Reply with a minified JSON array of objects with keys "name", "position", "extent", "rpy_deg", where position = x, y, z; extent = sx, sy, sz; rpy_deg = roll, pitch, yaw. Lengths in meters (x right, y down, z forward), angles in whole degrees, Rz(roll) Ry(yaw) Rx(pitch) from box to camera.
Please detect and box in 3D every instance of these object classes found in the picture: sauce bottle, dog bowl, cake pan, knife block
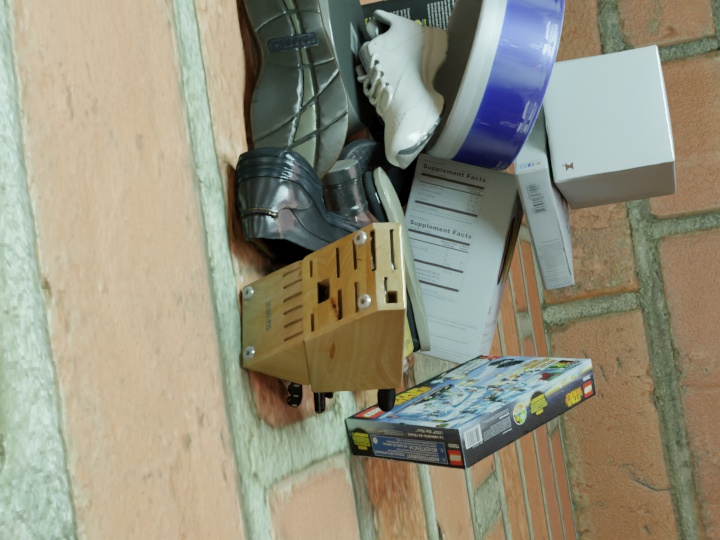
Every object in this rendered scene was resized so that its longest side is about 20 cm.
[{"name":"sauce bottle","position":[0.000,0.000,1.107],"extent":[0.066,0.066,0.201],"rpy_deg":[-58,136,-70]},{"name":"dog bowl","position":[0.127,-0.202,1.188],"extent":[0.200,0.078,0.201],"rpy_deg":[-166,-90,-82]},{"name":"cake pan","position":[-0.024,-0.224,1.208],"extent":[0.200,0.037,0.201],"rpy_deg":[-9,90,-77]},{"name":"knife block","position":[0.008,0.047,0.889],"extent":[0.175,0.200,0.064],"rpy_deg":[19,57,-41]}]

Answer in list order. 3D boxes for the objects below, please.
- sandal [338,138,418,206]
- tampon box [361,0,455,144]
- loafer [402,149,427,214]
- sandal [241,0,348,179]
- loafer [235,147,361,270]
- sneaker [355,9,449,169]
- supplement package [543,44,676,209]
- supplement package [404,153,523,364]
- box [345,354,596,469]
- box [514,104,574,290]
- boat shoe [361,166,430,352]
[{"name":"sandal","position":[0.007,-0.094,1.210],"extent":[0.075,0.045,0.200],"rpy_deg":[-65,162,9]},{"name":"tampon box","position":[0.103,-0.232,1.394],"extent":[0.150,0.199,0.127],"rpy_deg":[57,27,-61]},{"name":"loafer","position":[0.059,-0.094,1.383],"extent":[0.200,0.076,0.068],"rpy_deg":[22,53,-74]},{"name":"sandal","position":[-0.059,-0.158,0.983],"extent":[0.055,0.081,0.201],"rpy_deg":[112,-33,-73]},{"name":"loafer","position":[-0.043,-0.013,0.943],"extent":[0.200,0.072,0.073],"rpy_deg":[46,44,-51]},{"name":"sneaker","position":[0.033,-0.176,1.181],"extent":[0.075,0.087,0.201],"rpy_deg":[-52,-157,39]},{"name":"supplement package","position":[0.254,-0.138,1.233],"extent":[0.200,0.117,0.118],"rpy_deg":[17,66,-74]},{"name":"supplement package","position":[0.100,-0.012,1.282],"extent":[0.114,0.109,0.201],"rpy_deg":[-9,112,-76]},{"name":"box","position":[0.104,0.125,1.116],"extent":[0.200,0.137,0.040],"rpy_deg":[-19,103,-43]},{"name":"box","position":[0.188,-0.097,1.259],"extent":[0.200,0.036,0.145],"rpy_deg":[-79,155,-53]},{"name":"boat shoe","position":[0.021,-0.002,1.166],"extent":[0.072,0.067,0.201],"rpy_deg":[-88,168,-59]}]
